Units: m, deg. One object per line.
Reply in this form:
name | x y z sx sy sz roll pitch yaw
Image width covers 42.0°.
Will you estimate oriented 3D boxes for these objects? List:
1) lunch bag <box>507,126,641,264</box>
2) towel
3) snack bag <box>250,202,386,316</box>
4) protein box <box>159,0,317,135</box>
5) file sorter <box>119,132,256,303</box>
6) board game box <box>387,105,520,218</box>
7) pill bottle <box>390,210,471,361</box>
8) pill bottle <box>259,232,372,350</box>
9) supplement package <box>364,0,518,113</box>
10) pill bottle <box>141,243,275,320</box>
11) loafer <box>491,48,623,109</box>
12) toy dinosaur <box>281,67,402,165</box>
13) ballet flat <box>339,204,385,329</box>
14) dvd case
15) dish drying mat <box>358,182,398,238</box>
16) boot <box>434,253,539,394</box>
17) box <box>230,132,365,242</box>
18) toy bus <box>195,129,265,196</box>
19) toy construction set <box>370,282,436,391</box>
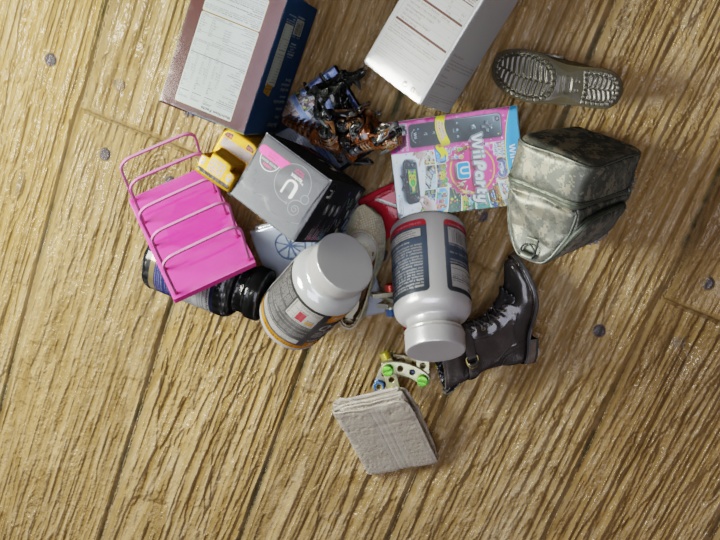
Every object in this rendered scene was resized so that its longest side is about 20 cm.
lunch bag | 0.302 -0.106 1.360 0.138 0.199 0.170 28 119 30
towel | 0.042 0.265 1.546 0.130 0.035 0.202 -13 132 13
snack bag | -0.062 0.000 1.525 0.185 0.021 0.203 -15 107 13
protein box | -0.172 -0.317 1.370 0.133 0.199 0.203 22 101 4
file sorter | -0.266 -0.087 1.426 0.137 0.126 0.202 -25 64 -12
board game box | 0.148 -0.165 1.429 0.196 0.064 0.150 -6 95 9
pill bottle | 0.106 0.026 1.405 0.117 0.120 0.203 -6 64 10
pill bottle | -0.067 0.032 1.417 0.116 0.117 0.200 42 141 -4
supplement package | 0.118 -0.348 1.353 0.117 0.116 0.202 39 108 21
pill bottle | -0.242 0.007 1.511 0.197 0.112 0.114 20 107 11
loafer | 0.290 -0.278 1.388 0.197 0.067 0.077 20 104 20
toy dinosaur | -0.034 -0.222 1.414 0.196 0.103 0.138 -3 116 11
ballet flat | 0.000 0.000 1.470 0.066 0.062 0.203 9 111 5
dvd case | -0.082 -0.208 1.488 0.198 0.018 0.144 -31 98 14
dish drying mat | -0.001 -0.072 1.511 0.198 0.018 0.078 -26 100 14
boot | 0.188 0.085 1.465 0.171 0.069 0.204 -11 106 -12
box | -0.086 -0.117 1.383 0.121 0.200 0.107 36 99 10
toy bus | -0.173 -0.164 1.395 0.065 0.200 0.079 34 103 6
toy construction set | 0.075 0.107 1.514 0.129 0.092 0.203 -2 115 8
